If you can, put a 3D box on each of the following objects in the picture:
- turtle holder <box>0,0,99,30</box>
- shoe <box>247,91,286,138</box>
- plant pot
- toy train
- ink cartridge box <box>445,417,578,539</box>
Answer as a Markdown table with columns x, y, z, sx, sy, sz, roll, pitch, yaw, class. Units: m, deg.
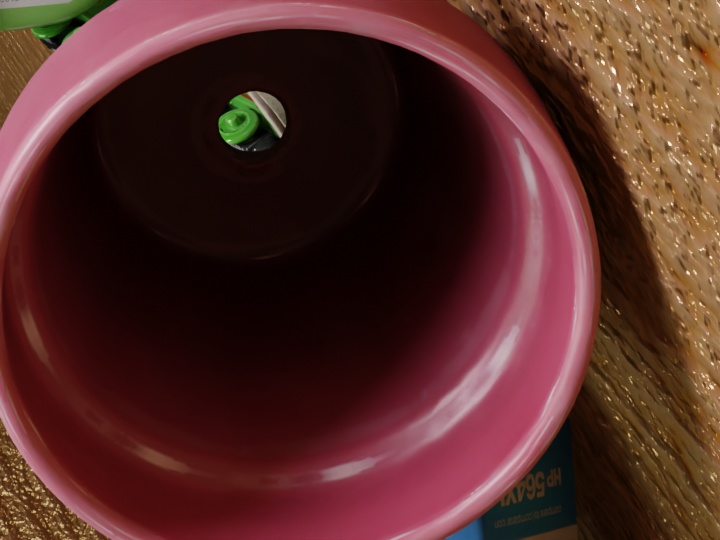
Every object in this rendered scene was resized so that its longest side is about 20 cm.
| x | y | z | sx | sy | sz | roll | pitch | yaw | class |
| --- | --- | --- | --- | --- | --- | --- | --- | --- | --- |
| -0.181 | -0.213 | 1.010 | 0.186 | 0.140 | 0.132 | 54 | -169 | -31 | turtle holder |
| 0.003 | -0.027 | 0.864 | 0.201 | 0.053 | 0.070 | 62 | 169 | -9 | shoe |
| -0.032 | -0.025 | 0.723 | 0.179 | 0.199 | 0.201 | -108 | -5 | -62 | plant pot |
| -0.089 | -0.094 | 1.012 | 0.200 | 0.056 | 0.042 | 31 | 154 | 44 | toy train |
| 0.012 | 0.163 | 0.858 | 0.084 | 0.145 | 0.202 | 0 | -94 | -58 | ink cartridge box |
